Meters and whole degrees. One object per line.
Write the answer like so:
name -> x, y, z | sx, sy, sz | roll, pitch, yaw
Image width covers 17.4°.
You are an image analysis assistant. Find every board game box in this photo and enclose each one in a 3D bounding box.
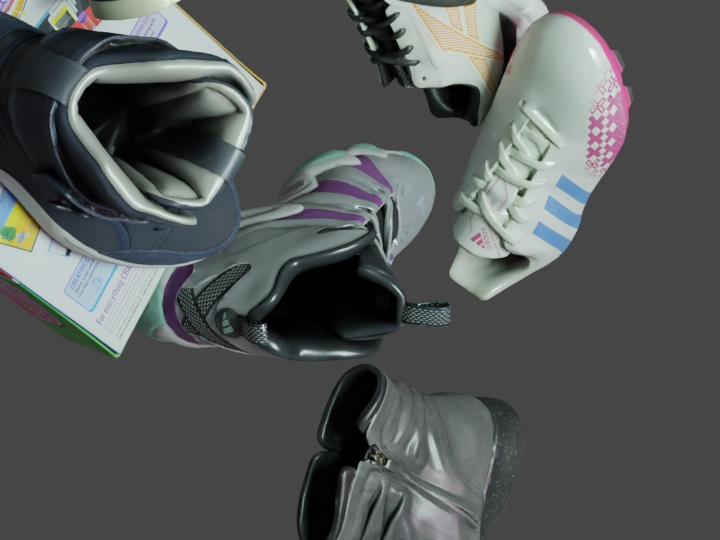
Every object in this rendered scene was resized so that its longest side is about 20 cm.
board game box -> -0.144, -0.074, 1.047 | 0.200, 0.040, 0.153 | 42, 71, -45

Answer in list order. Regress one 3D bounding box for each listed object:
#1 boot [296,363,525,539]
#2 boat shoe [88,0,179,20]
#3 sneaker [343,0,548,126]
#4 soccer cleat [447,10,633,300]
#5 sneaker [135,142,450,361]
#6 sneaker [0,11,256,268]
boot -> 0.015, 0.155, 1.281 | 0.132, 0.070, 0.200 | 12, 82, -45
boat shoe -> -0.070, -0.180, 1.044 | 0.201, 0.074, 0.063 | -52, 130, -52
sneaker -> 0.025, -0.137, 1.188 | 0.200, 0.074, 0.080 | 32, 80, -47
soccer cleat -> 0.089, -0.052, 1.238 | 0.086, 0.070, 0.200 | -42, 159, -25
sneaker -> 0.000, 0.000, 1.150 | 0.200, 0.140, 0.078 | -28, 121, -39
sneaker -> -0.083, -0.042, 0.984 | 0.202, 0.146, 0.077 | 32, 77, -49
